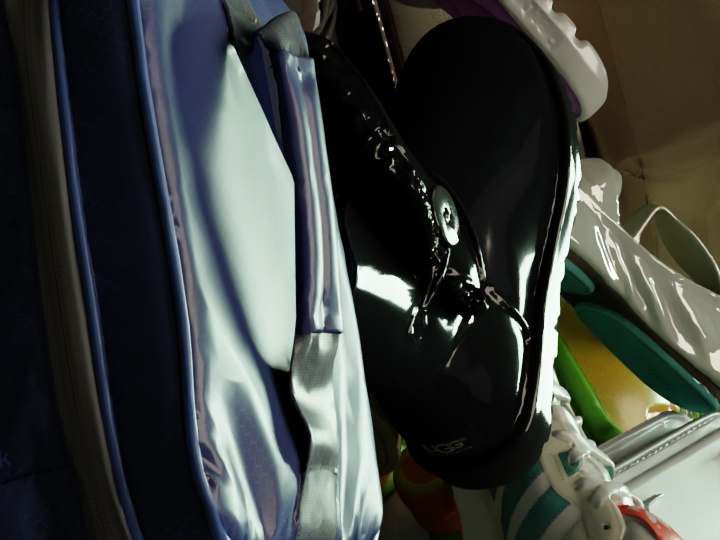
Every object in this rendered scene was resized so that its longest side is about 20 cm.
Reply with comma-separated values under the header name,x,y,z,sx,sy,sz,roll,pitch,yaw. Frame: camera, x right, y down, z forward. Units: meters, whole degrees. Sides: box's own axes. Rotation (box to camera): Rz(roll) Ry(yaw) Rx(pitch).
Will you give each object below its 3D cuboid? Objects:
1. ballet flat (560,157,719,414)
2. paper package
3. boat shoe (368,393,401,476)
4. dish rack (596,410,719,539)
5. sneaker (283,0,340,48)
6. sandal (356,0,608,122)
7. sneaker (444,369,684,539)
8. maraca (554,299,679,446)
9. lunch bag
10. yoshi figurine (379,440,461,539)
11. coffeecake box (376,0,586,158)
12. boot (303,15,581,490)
name,x,y,z,sx,sy,sz,roll,pitch,yaw
ballet flat,0.106,-0.010,0.948,0.200,0.069,0.070,37,39,-32
paper package,0.151,-0.089,1.076,0.191,0.103,0.201,69,3,-56
boat shoe,-0.035,0.016,0.782,0.200,0.074,0.069,50,37,-54
dish rack,0.163,0.156,0.910,0.171,0.043,0.201,-18,79,-55
sneaker,-0.032,-0.120,0.870,0.200,0.081,0.078,55,28,-52
sandal,0.019,-0.129,0.911,0.202,0.050,0.083,41,-13,5
sneaker,0.081,0.087,0.811,0.070,0.093,0.202,14,66,-50
maraca,0.119,0.087,1.122,0.138,0.106,0.200,61,-3,-38
lunch bag,-0.067,-0.005,0.598,0.136,0.131,0.202,16,63,-71
yoshi figurine,0.058,0.121,0.961,0.113,0.111,0.201,-93,165,-47
coffeecake box,0.061,-0.080,1.067,0.200,0.072,0.155,-101,176,-79
boot,0.015,-0.040,0.755,0.168,0.076,0.202,47,40,-52
